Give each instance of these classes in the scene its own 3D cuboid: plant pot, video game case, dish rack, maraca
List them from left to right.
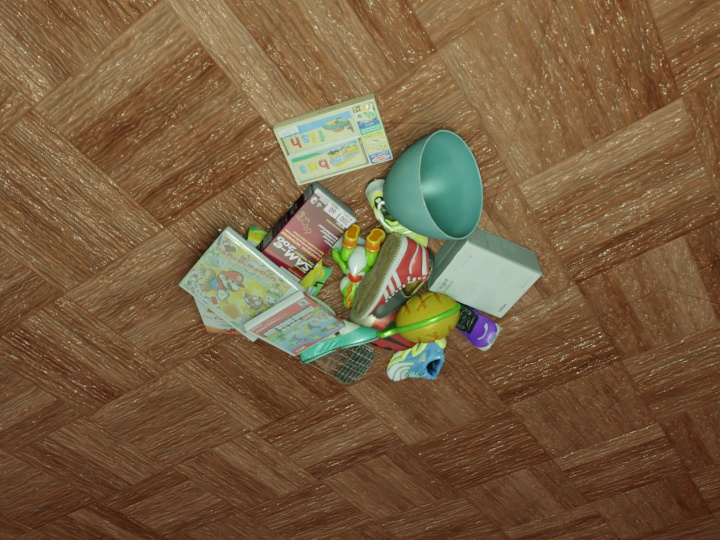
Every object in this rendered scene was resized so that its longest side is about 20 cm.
[{"bbox_3d":[-0.244,0.034,1.245,0.200,0.023,0.182,40,119,-12],"label":"video game case"},{"bbox_3d":[-0.134,0.117,1.292,0.143,0.017,0.200,-31,148,11],"label":"video game case"},{"bbox_3d":[-0.069,0.191,1.491,0.200,0.055,0.154,29,126,-10],"label":"dish rack"},{"bbox_3d":[0.127,0.109,1.329,0.200,0.137,0.107,-21,89,32],"label":"maraca"},{"bbox_3d":[0.122,-0.151,1.158,0.134,0.201,0.200,-7,138,44],"label":"plant pot"}]

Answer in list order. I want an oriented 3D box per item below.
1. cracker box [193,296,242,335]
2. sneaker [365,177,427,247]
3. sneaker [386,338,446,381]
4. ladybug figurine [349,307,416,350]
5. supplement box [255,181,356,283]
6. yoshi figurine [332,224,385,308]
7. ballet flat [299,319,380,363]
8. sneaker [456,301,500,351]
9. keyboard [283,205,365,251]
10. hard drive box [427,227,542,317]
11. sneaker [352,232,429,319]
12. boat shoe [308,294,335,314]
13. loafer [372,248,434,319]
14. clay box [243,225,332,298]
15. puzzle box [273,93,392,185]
[{"bbox_3d":[-0.294,0.072,1.369,0.133,0.058,0.200,4,143,3],"label":"cracker box"},{"bbox_3d":[0.074,-0.097,1.256,0.075,0.077,0.200,-30,126,20],"label":"sneaker"},{"bbox_3d":[0.138,0.240,1.527,0.076,0.105,0.200,28,124,-23],"label":"sneaker"},{"bbox_3d":[0.066,0.137,1.459,0.199,0.072,0.136,21,126,-19],"label":"ladybug figurine"},{"bbox_3d":[-0.115,-0.072,1.245,0.109,0.061,0.200,37,105,-23],"label":"supplement box"},{"bbox_3d":[-0.001,-0.010,1.324,0.112,0.112,0.201,-16,134,-29],"label":"yoshi figurine"},{"bbox_3d":[-0.056,0.152,1.394,0.199,0.067,0.071,-20,94,12],"label":"ballet flat"},{"bbox_3d":[0.234,0.113,1.371,0.099,0.200,0.070,30,95,-17],"label":"sneaker"},{"bbox_3d":[-0.074,-0.079,1.313,0.199,0.011,0.056,25,131,-21],"label":"keyboard"},{"bbox_3d":[0.269,0.002,1.346,0.199,0.077,0.156,22,127,-19],"label":"hard drive box"},{"bbox_3d":[0.069,0.024,1.267,0.112,0.071,0.200,17,111,-38],"label":"sneaker"},{"bbox_3d":[-0.145,0.088,1.340,0.201,0.072,0.060,21,117,-32],"label":"boat shoe"},{"bbox_3d":[0.090,0.037,1.348,0.073,0.072,0.200,30,111,-17],"label":"loafer"},{"bbox_3d":[-0.172,-0.012,1.340,0.199,0.048,0.115,21,129,-20],"label":"clay box"},{"bbox_3d":[-0.050,-0.245,1.159,0.199,0.025,0.133,-15,130,11],"label":"puzzle box"}]
